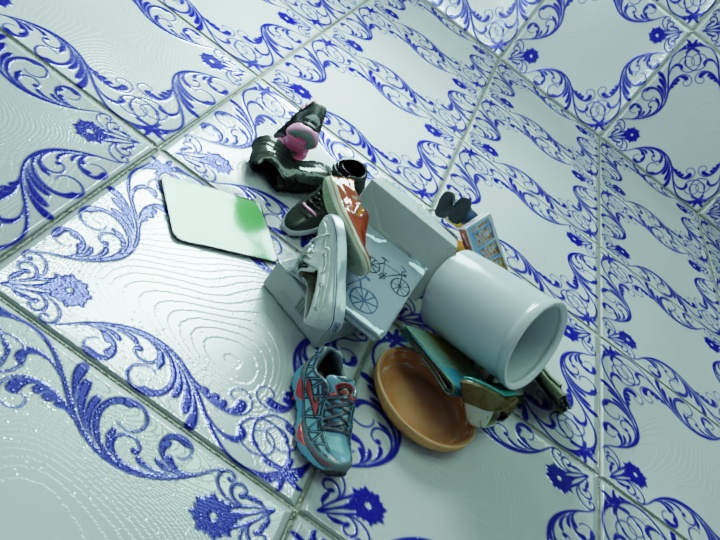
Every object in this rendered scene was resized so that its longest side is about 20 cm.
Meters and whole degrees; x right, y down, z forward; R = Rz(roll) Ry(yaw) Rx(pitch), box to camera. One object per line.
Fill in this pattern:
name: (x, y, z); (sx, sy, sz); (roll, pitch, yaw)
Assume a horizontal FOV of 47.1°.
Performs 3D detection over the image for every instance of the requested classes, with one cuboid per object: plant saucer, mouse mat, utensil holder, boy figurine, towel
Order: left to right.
mouse mat: (-0.239, -0.087, 1.402); (0.198, 0.008, 0.162); (13, 39, -35)
plant saucer: (0.100, 0.212, 1.341); (0.199, 0.038, 0.201); (28, 31, -19)
towel: (0.153, 0.162, 1.409); (0.147, 0.022, 0.199); (52, 15, 27)
boy figurine: (0.213, -0.091, 1.652); (0.124, 0.065, 0.200); (25, -8, 31)
utensil holder: (0.226, 0.081, 1.423); (0.199, 0.171, 0.169); (34, 24, 34)
towel: (0.330, 0.174, 1.555); (0.201, 0.034, 0.193); (56, 2, 23)

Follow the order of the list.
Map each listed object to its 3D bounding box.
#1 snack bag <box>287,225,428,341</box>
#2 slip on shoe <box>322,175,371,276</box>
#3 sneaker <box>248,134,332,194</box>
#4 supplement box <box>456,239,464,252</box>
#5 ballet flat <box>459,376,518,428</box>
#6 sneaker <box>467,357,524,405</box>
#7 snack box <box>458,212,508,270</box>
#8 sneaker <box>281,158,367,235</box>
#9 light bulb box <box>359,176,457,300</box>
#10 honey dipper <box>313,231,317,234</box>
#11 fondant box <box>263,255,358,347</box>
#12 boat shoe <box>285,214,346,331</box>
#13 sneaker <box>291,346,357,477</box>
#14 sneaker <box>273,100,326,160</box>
snack bag: (0.000, 0.000, 1.373); (0.188, 0.021, 0.200); (37, 46, 1)
slip on shoe: (-0.012, -0.078, 1.360); (0.060, 0.074, 0.201); (-7, 53, -16)
sneaker: (-0.128, -0.178, 1.591); (0.198, 0.076, 0.091); (25, 42, -10)
supplement box: (0.209, 0.026, 1.674); (0.068, 0.067, 0.201); (10, 40, -39)
ballet flat: (0.203, 0.218, 1.335); (0.067, 0.073, 0.200); (19, -3, 27)
sneaker: (0.242, 0.157, 1.526); (0.073, 0.080, 0.201); (-2, 51, -50)
snack box: (0.247, -0.003, 1.574); (0.072, 0.024, 0.202); (-29, 108, -30)
sneaker: (-0.064, -0.142, 1.517); (0.199, 0.100, 0.071); (-34, 68, -30)
light bulb box: (0.071, -0.066, 1.536); (0.198, 0.125, 0.200); (39, 10, 1)
honey dipper: (-0.024, -0.016, 1.516); (0.200, 0.038, 0.038); (45, 31, 19)
fondant box: (-0.047, 0.038, 1.393); (0.145, 0.058, 0.199); (49, 31, 17)
boat shoe: (-0.071, -0.003, 1.278); (0.085, 0.075, 0.204); (10, 61, -18)
sneaker: (-0.046, 0.189, 1.156); (0.079, 0.096, 0.201); (16, 37, -32)
sneaker: (-0.116, -0.279, 1.620); (0.078, 0.200, 0.096); (26, 77, -21)
